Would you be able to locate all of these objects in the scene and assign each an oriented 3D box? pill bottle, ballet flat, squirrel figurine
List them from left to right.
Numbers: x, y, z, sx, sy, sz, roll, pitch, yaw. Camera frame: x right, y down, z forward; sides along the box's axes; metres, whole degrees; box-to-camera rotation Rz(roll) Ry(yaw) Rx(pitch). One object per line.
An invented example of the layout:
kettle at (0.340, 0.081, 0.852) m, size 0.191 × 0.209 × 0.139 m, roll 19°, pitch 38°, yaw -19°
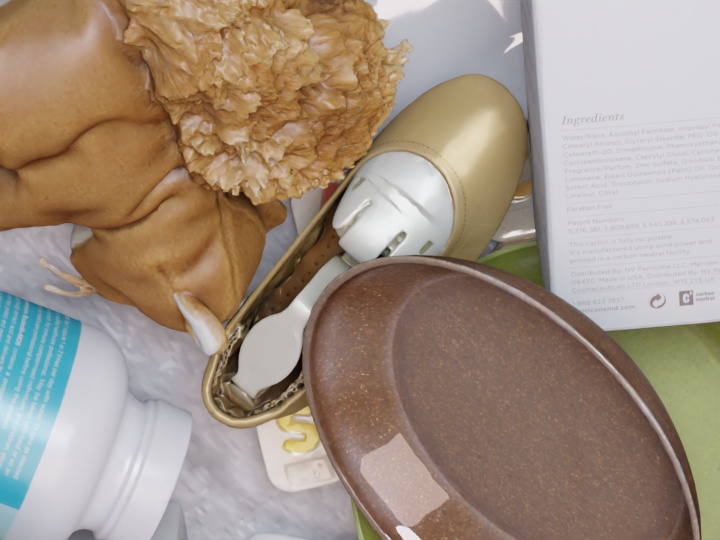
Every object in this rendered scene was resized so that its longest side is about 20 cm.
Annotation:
pill bottle at (-0.179, 0.060, 1.296) m, size 0.200 × 0.111 × 0.111 m, roll 21°, pitch 111°, yaw -10°
squirrel figurine at (-0.081, -0.056, 1.222) m, size 0.200 × 0.142 × 0.187 m, roll -15°, pitch 122°, yaw 28°
ballet flat at (0.000, 0.000, 1.257) m, size 0.069 × 0.063 × 0.200 m, roll 42°, pitch 118°, yaw 7°

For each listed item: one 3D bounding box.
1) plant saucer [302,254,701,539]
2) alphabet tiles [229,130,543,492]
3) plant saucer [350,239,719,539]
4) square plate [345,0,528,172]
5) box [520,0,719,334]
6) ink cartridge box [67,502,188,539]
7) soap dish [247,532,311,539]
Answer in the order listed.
plant saucer at (0.064, 0.070, 1.212) m, size 0.200 × 0.037 × 0.200 m, roll 27°, pitch 139°, yaw 26°
alphabet tiles at (0.046, 0.039, 1.336) m, size 0.200 × 0.015 × 0.196 m, roll -11°, pitch 107°, yaw 3°
plant saucer at (0.092, 0.086, 1.286) m, size 0.200 × 0.031 × 0.200 m, roll -3°, pitch 82°, yaw 22°
square plate at (0.037, -0.155, 1.257) m, size 0.200 × 0.028 × 0.198 m, roll -32°, pitch 111°, yaw 11°
box at (0.116, -0.092, 1.203) m, size 0.097 × 0.124 × 0.200 m, roll -5°, pitch 114°, yaw 2°
ink cartridge box at (-0.107, 0.202, 1.310) m, size 0.067 × 0.200 × 0.116 m, roll -8°, pitch 113°, yaw 2°
soap dish at (0.022, 0.208, 1.343) m, size 0.200 × 0.157 × 0.081 m, roll 14°, pitch 120°, yaw -7°
